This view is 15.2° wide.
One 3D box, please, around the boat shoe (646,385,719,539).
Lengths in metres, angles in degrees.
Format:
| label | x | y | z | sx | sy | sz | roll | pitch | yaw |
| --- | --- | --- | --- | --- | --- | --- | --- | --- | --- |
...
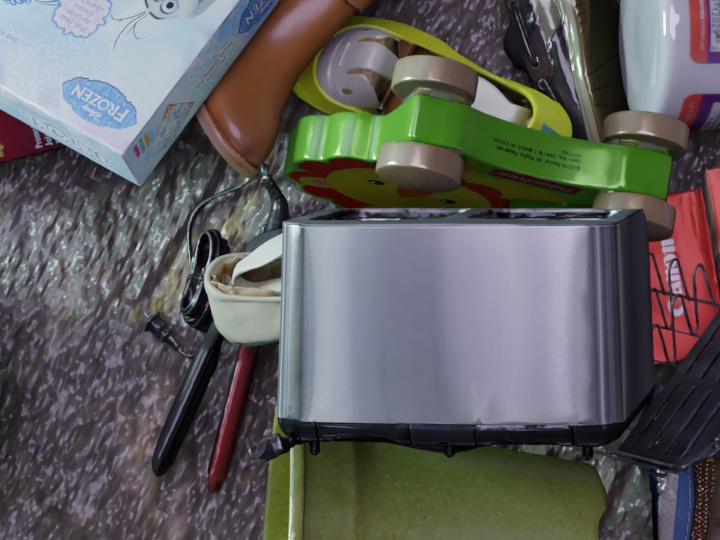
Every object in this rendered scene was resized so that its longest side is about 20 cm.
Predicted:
| label | x | y | z | sx | sy | sz | roll | pitch | yaw |
| --- | --- | --- | --- | --- | --- | --- | --- | --- | --- |
| boat shoe | 0.205 | 0.164 | 1.557 | 0.072 | 0.072 | 0.201 | -2 | 81 | 4 |

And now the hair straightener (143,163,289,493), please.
| label | x | y | z | sx | sy | sz | roll | pitch | yaw |
| --- | --- | --- | --- | --- | --- | --- | --- | --- | --- |
| hair straightener | -0.094 | 0.029 | 1.623 | 0.076 | 0.041 | 0.201 | 14 | 82 | 7 |

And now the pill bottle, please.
| label | x | y | z | sx | sy | sz | roll | pitch | yaw |
| --- | --- | --- | --- | --- | --- | --- | --- | --- | --- |
| pill bottle | 0.258 | -0.138 | 1.574 | 0.199 | 0.111 | 0.112 | -1 | 80 | -9 |

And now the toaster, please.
| label | x | y | z | sx | sy | sz | roll | pitch | yaw |
| --- | --- | --- | --- | --- | --- | --- | --- | --- | --- |
| toaster | 0.053 | 0.030 | 1.386 | 0.180 | 0.200 | 0.119 | -1 | 94 | 12 |

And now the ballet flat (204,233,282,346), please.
| label | x | y | z | sx | sy | sz | roll | pitch | yaw |
| --- | --- | --- | --- | --- | --- | --- | --- | --- | --- |
| ballet flat | 0.000 | 0.000 | 1.545 | 0.199 | 0.069 | 0.070 | -11 | 79 | 22 |

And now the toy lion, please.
| label | x | y | z | sx | sy | sz | roll | pitch | yaw |
| --- | --- | --- | --- | --- | --- | --- | --- | --- | --- |
| toy lion | 0.062 | -0.054 | 1.525 | 0.199 | 0.192 | 0.069 | 13 | 76 | -13 |

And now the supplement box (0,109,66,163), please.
| label | x | y | z | sx | sy | sz | roll | pitch | yaw |
| --- | --- | --- | --- | --- | --- | --- | --- | --- | --- |
| supplement box | -0.228 | -0.120 | 1.635 | 0.199 | 0.061 | 0.109 | -15 | 101 | 4 |

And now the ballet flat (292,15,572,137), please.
| label | x | y | z | sx | sy | sz | roll | pitch | yaw |
| --- | --- | --- | --- | --- | --- | --- | --- | --- | --- |
| ballet flat | 0.032 | -0.111 | 1.598 | 0.199 | 0.067 | 0.067 | 22 | 87 | 23 |

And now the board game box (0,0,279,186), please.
| label | x | y | z | sx | sy | sz | roll | pitch | yaw |
| --- | --- | --- | --- | --- | --- | --- | --- | --- | --- |
| board game box | -0.151 | -0.175 | 1.560 | 0.199 | 0.043 | 0.199 | 29 | 72 | 23 |

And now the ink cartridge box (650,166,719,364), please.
| label | x | y | z | sx | sy | sz | roll | pitch | yaw |
| --- | --- | --- | --- | --- | --- | --- | --- | --- | --- |
| ink cartridge box | 0.244 | -0.009 | 1.592 | 0.199 | 0.050 | 0.110 | -9 | 81 | 3 |

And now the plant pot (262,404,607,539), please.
| label | x | y | z | sx | sy | sz | roll | pitch | yaw |
| --- | --- | --- | --- | --- | --- | --- | --- | --- | --- |
| plant pot | 0.041 | 0.169 | 1.526 | 0.183 | 0.200 | 0.202 | 3 | 81 | -5 |

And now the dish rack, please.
| label | x | y | z | sx | sy | sz | roll | pitch | yaw |
| --- | --- | --- | --- | --- | --- | --- | --- | --- | --- |
| dish rack | 0.135 | 0.041 | 1.536 | 0.199 | 0.055 | 0.154 | 14 | 48 | 33 |

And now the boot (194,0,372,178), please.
| label | x | y | z | sx | sy | sz | roll | pitch | yaw |
| --- | --- | --- | --- | --- | --- | --- | --- | --- | --- |
| boot | -0.025 | -0.156 | 1.577 | 0.154 | 0.074 | 0.201 | -22 | 46 | 22 |

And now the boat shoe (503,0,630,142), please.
| label | x | y | z | sx | sy | sz | roll | pitch | yaw |
| --- | --- | --- | --- | --- | --- | --- | --- | --- | --- |
| boat shoe | 0.118 | -0.145 | 1.623 | 0.066 | 0.072 | 0.202 | -14 | 92 | 32 |
